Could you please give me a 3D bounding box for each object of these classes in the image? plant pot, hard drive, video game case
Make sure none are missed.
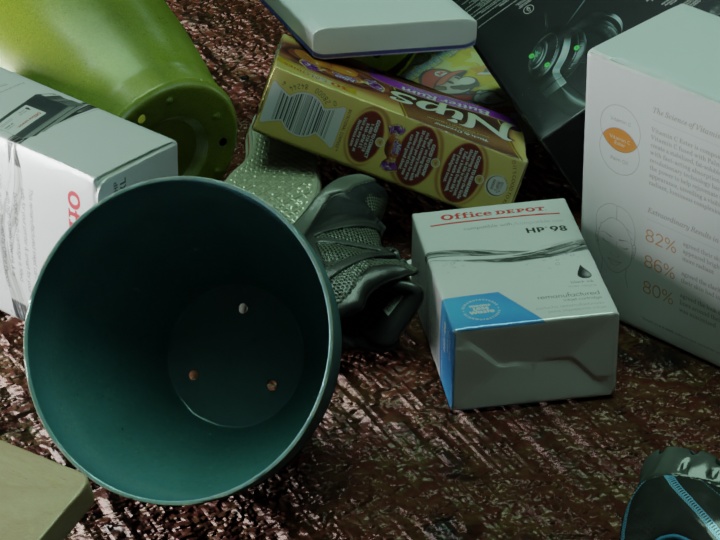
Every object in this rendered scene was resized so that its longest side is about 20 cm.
[{"bbox_3d":[-0.195,-0.128,1.902,0.199,0.201,0.193,-21,45,-31],"label":"plant pot"},{"bbox_3d":[-0.097,0.049,1.614,0.199,0.202,0.135,8,-4,14],"label":"plant pot"},{"bbox_3d":[-0.006,-0.212,1.985,0.131,0.026,0.200,-6,25,-18],"label":"hard drive"},{"bbox_3d":[0.091,-0.150,2.077,0.199,0.023,0.182,-25,38,-34],"label":"video game case"}]

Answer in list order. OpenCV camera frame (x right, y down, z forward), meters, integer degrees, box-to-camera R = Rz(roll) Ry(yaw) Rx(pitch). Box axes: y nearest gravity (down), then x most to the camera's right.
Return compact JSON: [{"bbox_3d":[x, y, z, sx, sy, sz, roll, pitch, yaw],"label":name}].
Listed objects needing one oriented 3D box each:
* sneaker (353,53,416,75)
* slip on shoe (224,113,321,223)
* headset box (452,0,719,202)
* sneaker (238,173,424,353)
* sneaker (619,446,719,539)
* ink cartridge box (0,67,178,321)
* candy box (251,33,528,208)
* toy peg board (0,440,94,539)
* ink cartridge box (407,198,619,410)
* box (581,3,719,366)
[{"bbox_3d":[0.028,-0.215,2.095,0.083,0.075,0.200,21,37,26],"label":"sneaker"},{"bbox_3d":[-0.065,-0.054,1.880,0.073,0.062,0.200,6,28,1],"label":"slip on shoe"},{"bbox_3d":[0.190,-0.172,1.941,0.174,0.093,0.200,-35,45,4],"label":"headset box"},{"bbox_3d":[0.000,0.000,1.781,0.114,0.077,0.199,22,27,10],"label":"sneaker"},{"bbox_3d":[0.249,0.169,1.505,0.199,0.073,0.082,9,48,27],"label":"sneaker"},{"bbox_3d":[-0.222,-0.044,1.786,0.199,0.145,0.084,24,38,34],"label":"ink cartridge box"},{"bbox_3d":[0.023,-0.106,1.891,0.199,0.057,0.117,19,17,-4],"label":"candy box"},{"bbox_3d":[-0.278,0.189,1.470,0.199,0.098,0.199,18,51,29],"label":"toy peg board"},{"bbox_3d":[0.099,0.011,1.761,0.115,0.067,0.200,-6,31,-7],"label":"ink cartridge box"},{"bbox_3d":[0.241,-0.056,1.740,0.152,0.201,0.106,26,40,37],"label":"box"}]
